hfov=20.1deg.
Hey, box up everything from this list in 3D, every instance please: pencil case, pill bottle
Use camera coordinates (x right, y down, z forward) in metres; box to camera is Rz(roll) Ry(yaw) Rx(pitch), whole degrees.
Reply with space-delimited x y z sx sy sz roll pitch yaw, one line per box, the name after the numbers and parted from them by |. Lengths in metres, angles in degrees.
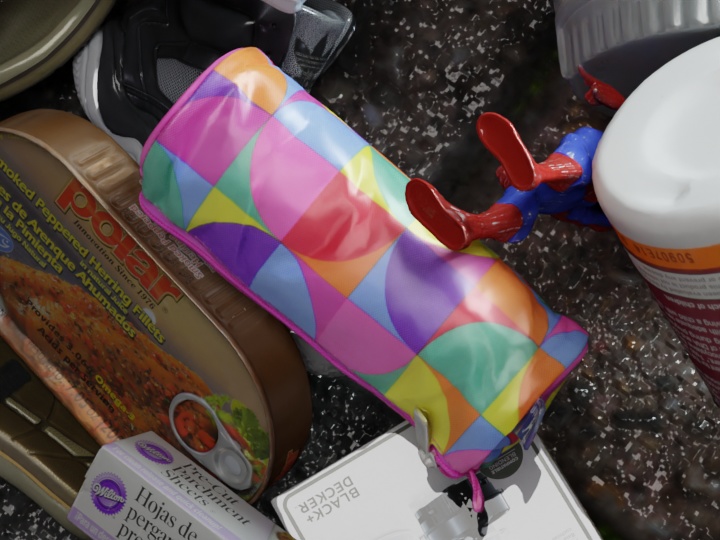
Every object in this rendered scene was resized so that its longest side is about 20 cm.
0.000 0.000 0.813 0.200 0.088 0.088 42 83 5 | pencil case
0.182 0.011 0.804 0.114 0.200 0.114 -23 34 17 | pill bottle

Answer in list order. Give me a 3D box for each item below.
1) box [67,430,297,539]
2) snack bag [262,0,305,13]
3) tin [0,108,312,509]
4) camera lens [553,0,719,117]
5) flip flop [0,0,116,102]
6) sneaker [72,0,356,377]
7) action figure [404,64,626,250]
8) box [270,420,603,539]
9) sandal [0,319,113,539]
-0.029 0.137 0.818 0.200 0.041 0.039 35 108 21 | box
-0.054 -0.215 0.840 0.188 0.021 0.200 22 84 22 | snack bag
-0.101 0.016 0.870 0.200 0.112 0.042 47 49 9 | tin
0.161 -0.176 0.876 0.159 0.160 0.201 0 76 5 | camera lens
-0.196 -0.108 0.930 0.200 0.058 0.081 -23 32 4 | flip flop
-0.039 -0.057 0.889 0.114 0.075 0.200 -43 71 23 | sneaker
0.092 -0.043 0.842 0.065 0.200 0.052 -47 69 25 | action figure
0.061 0.157 0.855 0.116 0.060 0.200 -31 75 -3 | box
-0.180 0.054 0.902 0.200 0.080 0.054 44 116 6 | sandal
